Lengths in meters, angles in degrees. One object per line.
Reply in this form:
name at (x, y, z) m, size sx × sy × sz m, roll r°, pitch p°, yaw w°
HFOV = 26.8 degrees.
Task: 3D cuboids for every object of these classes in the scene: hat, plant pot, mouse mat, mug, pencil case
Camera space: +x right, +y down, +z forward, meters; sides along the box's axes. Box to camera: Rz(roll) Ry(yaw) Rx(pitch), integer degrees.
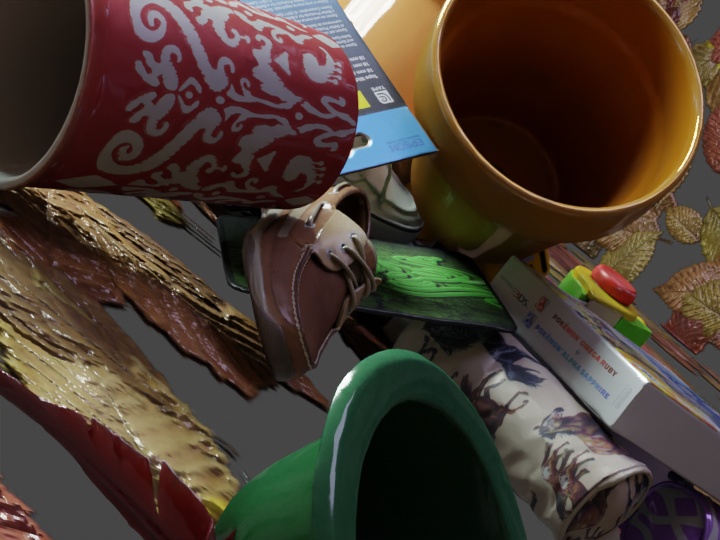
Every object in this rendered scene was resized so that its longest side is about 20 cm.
hat at (-0.044, 0.121, 0.552) m, size 0.165 × 0.174 × 0.203 m, roll 28°, pitch 52°, yaw -57°
plant pot at (0.016, -0.154, 1.245) m, size 0.199 × 0.140 × 0.201 m, roll 26°, pitch -38°, yaw 22°
mouse mat at (0.000, 0.000, 1.042) m, size 0.197 × 0.008 × 0.161 m, roll 10°, pitch 17°, yaw -13°
mug at (-0.103, -0.120, 0.830) m, size 0.199 × 0.180 × 0.133 m, roll 8°, pitch -1°, yaw -44°
pencil case at (0.102, 0.102, 1.010) m, size 0.077 × 0.090 × 0.200 m, roll -24°, pitch 51°, yaw -29°
plant pot at (0.119, -0.095, 1.094) m, size 0.200 × 0.201 × 0.183 m, roll 39°, pitch -27°, yaw 2°
pencil case at (0.265, 0.221, 1.094) m, size 0.199 × 0.085 × 0.085 m, roll 35°, pitch -13°, yaw -34°

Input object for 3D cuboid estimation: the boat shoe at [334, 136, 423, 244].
boat shoe at (-0.011, -0.104, 1.139) m, size 0.201 × 0.086 × 0.075 m, roll 39°, pitch 24°, yaw -20°

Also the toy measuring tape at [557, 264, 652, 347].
toy measuring tape at (0.166, 0.019, 1.217) m, size 0.199 × 0.074 × 0.074 m, roll 23°, pitch 17°, yaw -43°

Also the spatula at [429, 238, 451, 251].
spatula at (0.074, -0.037, 1.191) m, size 0.056 × 0.021 × 0.201 m, roll 11°, pitch 39°, yaw 16°

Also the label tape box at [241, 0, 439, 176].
label tape box at (-0.061, -0.123, 1.022) m, size 0.143 × 0.064 × 0.201 m, roll -16°, pitch 62°, yaw -32°

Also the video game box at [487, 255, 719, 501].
video game box at (0.199, 0.087, 1.069) m, size 0.199 × 0.047 × 0.182 m, roll 34°, pitch 7°, yaw -37°

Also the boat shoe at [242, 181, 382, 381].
boat shoe at (-0.026, -0.005, 0.901) m, size 0.201 × 0.071 × 0.076 m, roll -87°, pitch 164°, yaw -60°

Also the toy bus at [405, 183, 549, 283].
toy bus at (0.090, -0.051, 1.295) m, size 0.200 × 0.078 × 0.066 m, roll 41°, pitch -29°, yaw 55°

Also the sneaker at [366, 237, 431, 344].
sneaker at (0.018, -0.007, 1.221) m, size 0.090 × 0.067 × 0.200 m, roll 40°, pitch 12°, yaw -7°

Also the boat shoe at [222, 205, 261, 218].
boat shoe at (-0.086, -0.091, 1.193) m, size 0.066 × 0.075 × 0.200 m, roll 37°, pitch 10°, yaw -21°

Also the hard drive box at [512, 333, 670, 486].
hard drive box at (0.176, 0.102, 1.290) m, size 0.155 × 0.077 × 0.200 m, roll 36°, pitch 10°, yaw -19°
